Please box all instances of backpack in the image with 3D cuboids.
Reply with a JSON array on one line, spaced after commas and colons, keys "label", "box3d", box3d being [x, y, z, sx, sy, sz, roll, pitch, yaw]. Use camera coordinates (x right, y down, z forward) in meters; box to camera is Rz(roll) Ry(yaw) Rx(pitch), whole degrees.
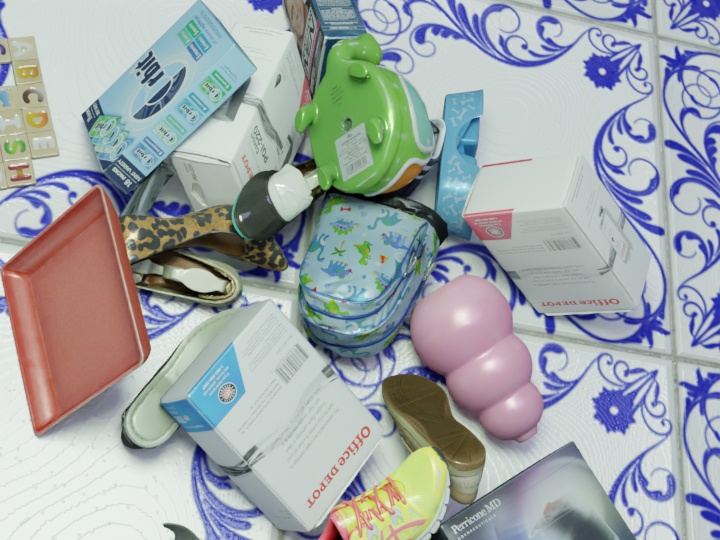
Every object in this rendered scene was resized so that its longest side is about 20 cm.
[{"label": "backpack", "box3d": [0.000, 0.000, 1.383, 0.161, 0.154, 0.203, 20, 75, 11]}]

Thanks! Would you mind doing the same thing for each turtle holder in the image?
[{"label": "turtle holder", "box3d": [0.008, -0.171, 1.366, 0.131, 0.142, 0.186, 5, 37, -45]}]

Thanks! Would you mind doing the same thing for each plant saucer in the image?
[{"label": "plant saucer", "box3d": [-0.297, 0.045, 1.255, 0.036, 0.199, 0.202, 5, 60, -48]}]

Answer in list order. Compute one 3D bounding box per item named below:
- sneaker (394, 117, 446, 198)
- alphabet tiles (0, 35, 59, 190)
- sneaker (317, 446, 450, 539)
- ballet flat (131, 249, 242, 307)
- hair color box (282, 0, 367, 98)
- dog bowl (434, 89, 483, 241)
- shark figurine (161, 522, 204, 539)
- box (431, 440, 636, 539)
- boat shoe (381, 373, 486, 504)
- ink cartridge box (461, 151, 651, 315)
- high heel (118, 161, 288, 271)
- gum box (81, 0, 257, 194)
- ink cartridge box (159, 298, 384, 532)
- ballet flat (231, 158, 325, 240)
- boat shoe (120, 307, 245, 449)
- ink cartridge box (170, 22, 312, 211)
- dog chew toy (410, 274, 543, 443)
[{"label": "sneaker", "box3d": [0.039, -0.191, 1.482, 0.069, 0.108, 0.202, -2, 61, -39]}, {"label": "alphabet tiles", "box3d": [-0.450, -0.184, 1.400, 0.165, 0.008, 0.203, -10, 69, -21]}, {"label": "sneaker", "box3d": [0.014, 0.260, 1.233, 0.090, 0.201, 0.078, 31, 11, -41]}, {"label": "ballet flat", "box3d": [-0.227, -0.006, 1.346, 0.197, 0.062, 0.069, 13, 90, -11]}, {"label": "hair color box", "box3d": [-0.047, -0.316, 1.499, 0.059, 0.101, 0.202, -3, 48, -17]}, {"label": "dog bowl", "box3d": [0.123, -0.136, 1.498, 0.049, 0.112, 0.203, 6, 64, 2]}, {"label": "shark figurine", "box3d": [-0.114, 0.338, 1.218, 0.127, 0.090, 0.217, -23, 76, -26]}, {"label": "box", "box3d": [0.192, 0.329, 1.295, 0.198, 0.124, 0.200, -26, 74, -26]}, {"label": "boat shoe", "box3d": [0.075, 0.184, 1.324, 0.070, 0.066, 0.200, -8, 28, -18]}, {"label": "ink cartridge box", "box3d": [0.236, -0.039, 1.416, 0.200, 0.145, 0.084, 47, 54, -36]}, {"label": "high heel", "box3d": [-0.180, -0.016, 1.318, 0.199, 0.071, 0.144, 33, 53, -15]}, {"label": "gum box", "box3d": [-0.222, -0.202, 1.349, 0.200, 0.170, 0.045, -43, 125, 5]}, {"label": "ink cartridge box", "box3d": [-0.092, 0.157, 1.273, 0.201, 0.085, 0.147, 50, 59, -16]}, {"label": "ballet flat", "box3d": [-0.081, -0.093, 1.354, 0.069, 0.068, 0.200, 61, 25, -10]}, {"label": "boat shoe", "box3d": [-0.189, 0.117, 1.309, 0.072, 0.060, 0.201, 48, 60, -4]}, {"label": "ink cartridge box", "box3d": [-0.134, -0.165, 1.399, 0.084, 0.146, 0.202, 13, 61, 19]}, {"label": "dog chew toy", "box3d": [0.143, 0.108, 1.387, 0.124, 0.124, 0.202, -29, 85, -26]}]
